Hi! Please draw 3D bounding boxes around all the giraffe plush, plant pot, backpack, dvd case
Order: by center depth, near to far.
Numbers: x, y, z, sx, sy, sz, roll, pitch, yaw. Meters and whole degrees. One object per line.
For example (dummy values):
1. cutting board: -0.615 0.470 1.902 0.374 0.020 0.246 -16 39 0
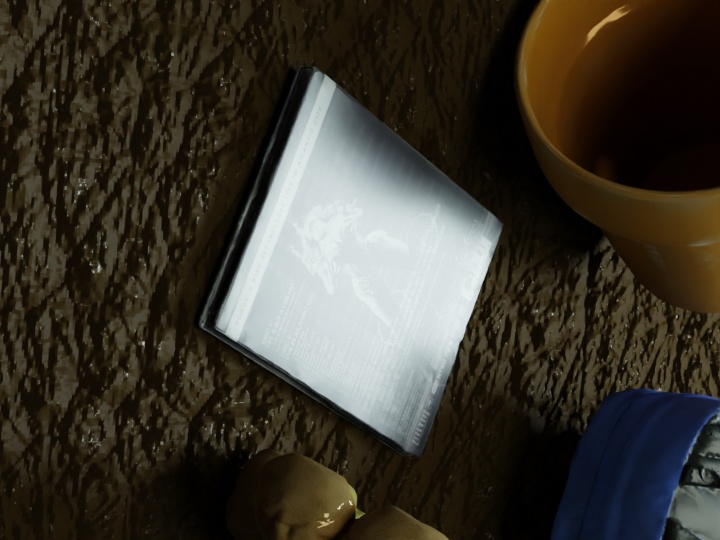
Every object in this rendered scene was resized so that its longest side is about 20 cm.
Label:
1. giraffe plush: -0.019 0.202 1.158 0.163 0.172 0.200 -60 172 -10
2. dvd case: 0.000 0.000 1.225 0.200 0.016 0.149 36 70 -48
3. plant pot: 0.205 -0.075 1.343 0.201 0.199 0.184 -61 153 -23
4. backpack: 0.201 0.165 1.382 0.200 0.167 0.163 27 73 -44
